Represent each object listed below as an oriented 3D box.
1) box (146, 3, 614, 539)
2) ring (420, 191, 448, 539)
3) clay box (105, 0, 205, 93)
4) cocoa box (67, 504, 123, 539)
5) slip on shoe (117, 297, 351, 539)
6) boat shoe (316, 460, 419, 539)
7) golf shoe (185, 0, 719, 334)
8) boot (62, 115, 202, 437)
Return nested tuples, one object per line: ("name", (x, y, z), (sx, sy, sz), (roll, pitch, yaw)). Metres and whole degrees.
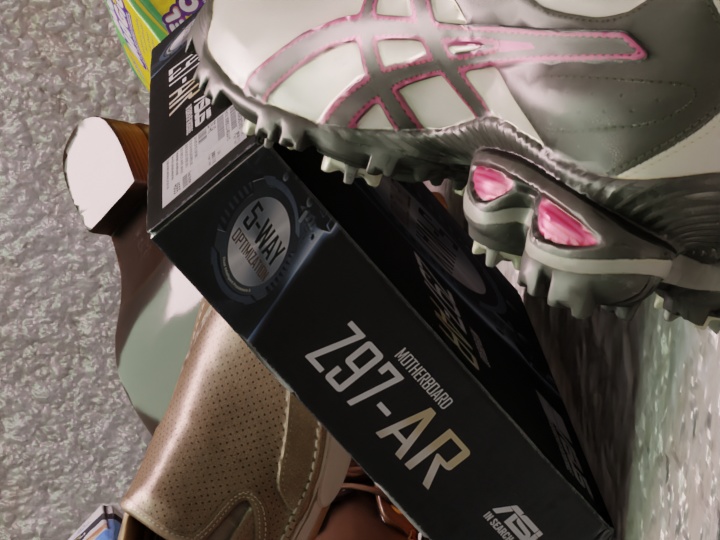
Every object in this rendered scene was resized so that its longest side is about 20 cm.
("box", (0.000, 0.000, 0.701), (0.160, 0.043, 0.200), (48, -170, -18))
("ring", (0.031, 0.066, 0.967), (0.200, 0.019, 0.201), (-176, 90, -85))
("clay box", (-0.055, -0.074, 0.965), (0.200, 0.048, 0.115), (52, 170, 22))
("cocoa box", (-0.080, 0.218, 0.936), (0.133, 0.200, 0.131), (-46, 5, -4))
("slip on shoe", (-0.056, 0.083, 0.813), (0.076, 0.060, 0.201), (31, 114, 38))
("boat shoe", (-0.011, 0.108, 0.909), (0.200, 0.072, 0.068), (-103, 15, -74))
("golf shoe", (0.032, -0.055, 0.550), (0.200, 0.077, 0.088), (28, 109, 47))
("boot", (-0.032, 0.011, 1.049), (0.064, 0.200, 0.187), (-35, 63, 33))
